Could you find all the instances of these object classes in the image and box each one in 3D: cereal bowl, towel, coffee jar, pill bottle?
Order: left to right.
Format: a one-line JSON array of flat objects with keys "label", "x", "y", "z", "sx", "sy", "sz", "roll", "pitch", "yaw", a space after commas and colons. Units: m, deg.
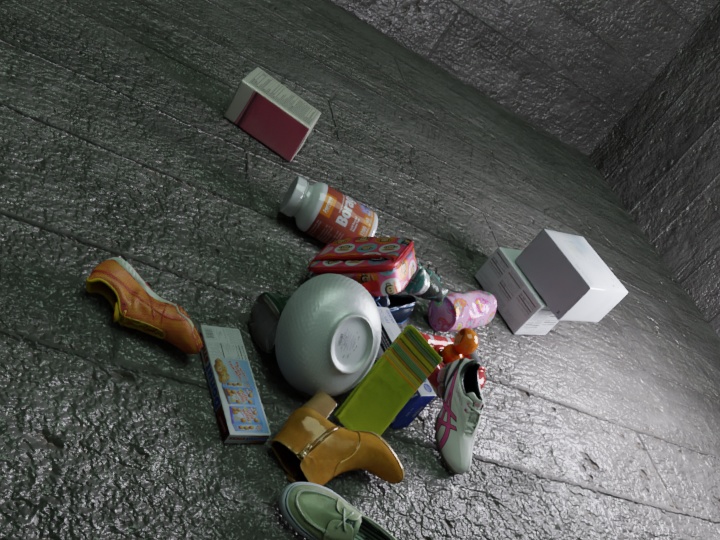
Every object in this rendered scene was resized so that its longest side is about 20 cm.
[{"label": "coffee jar", "x": -0.088, "y": 0.097, "z": 1.206, "sx": 0.197, "sy": 0.087, "sz": 0.104, "roll": 9, "pitch": 25, "yaw": -41}, {"label": "pill bottle", "x": -0.069, "y": -0.118, "z": 1.498, "sx": 0.197, "sy": 0.113, "sz": 0.113, "roll": 28, "pitch": 31, "yaw": -18}, {"label": "cereal bowl", "x": -0.037, "y": 0.112, "z": 1.128, "sx": 0.197, "sy": 0.205, "sz": 0.082, "roll": 7, "pitch": 5, "yaw": -42}, {"label": "towel", "x": 0.049, "y": 0.192, "z": 1.153, "sx": 0.086, "sy": 0.200, "sz": 0.018, "roll": 44, "pitch": -15, "yaw": -7}]

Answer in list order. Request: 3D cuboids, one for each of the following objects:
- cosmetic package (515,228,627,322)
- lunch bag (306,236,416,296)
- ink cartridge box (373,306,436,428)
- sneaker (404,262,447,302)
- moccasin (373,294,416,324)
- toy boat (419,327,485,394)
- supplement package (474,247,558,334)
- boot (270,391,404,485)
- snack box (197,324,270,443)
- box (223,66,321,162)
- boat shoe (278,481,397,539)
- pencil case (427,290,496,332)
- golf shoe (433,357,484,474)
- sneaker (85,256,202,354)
[{"label": "cosmetic package", "x": 0.532, "y": 0.015, "z": 1.750, "sx": 0.197, "sy": 0.124, "sz": 0.201, "roll": 4, "pitch": 44, "yaw": -42}, {"label": "lunch bag", "x": 0.000, "y": 0.000, "z": 1.352, "sx": 0.196, "sy": 0.084, "sz": 0.176, "roll": -2, "pitch": 24, "yaw": 24}, {"label": "ink cartridge box", "x": 0.053, "y": 0.172, "z": 1.256, "sx": 0.044, "sy": 0.094, "sz": 0.202, "roll": 7, "pitch": 43, "yaw": -41}, {"label": "sneaker", "x": 0.130, "y": 0.024, "z": 1.524, "sx": 0.090, "sy": 0.079, "sz": 0.200, "roll": 26, "pitch": 10, "yaw": -19}, {"label": "moccasin", "x": 0.031, "y": 0.059, "z": 1.411, "sx": 0.197, "sy": 0.069, "sz": 0.081, "roll": 5, "pitch": 43, "yaw": -44}, {"label": "toy boat", "x": 0.182, "y": 0.165, "z": 1.371, "sx": 0.197, "sy": 0.131, "sz": 0.132, "roll": 11, "pitch": 39, "yaw": -39}, {"label": "supplement package", "x": 0.423, "y": 0.055, "z": 1.807, "sx": 0.154, "sy": 0.111, "sz": 0.202, "roll": 6, "pitch": 44, "yaw": -43}, {"label": "boot", "x": -0.035, "y": 0.290, "z": 1.041, "sx": 0.201, "sy": 0.071, "sz": 0.144, "roll": 42, "pitch": 39, "yaw": 2}, {"label": "snack box", "x": -0.196, "y": 0.170, "z": 1.055, "sx": 0.071, "sy": 0.024, "sz": 0.202, "roll": 13, "pitch": 39, "yaw": -39}, {"label": "box", "x": -0.214, "y": -0.383, "z": 1.701, "sx": 0.198, "sy": 0.110, "sz": 0.129, "roll": 34, "pitch": 30, "yaw": -8}, {"label": "boat shoe", "x": -0.019, "y": 0.348, "z": 0.951, "sx": 0.198, "sy": 0.062, "sz": 0.073, "roll": 33, "pitch": 54, "yaw": -12}, {"label": "pencil case", "x": 0.233, "y": 0.091, "z": 1.583, "sx": 0.198, "sy": 0.088, "sz": 0.088, "roll": -5, "pitch": 50, "yaw": -51}, {"label": "golf shoe", "x": 0.180, "y": 0.256, "z": 1.235, "sx": 0.071, "sy": 0.092, "sz": 0.204, "roll": 12, "pitch": 66, "yaw": -28}, {"label": "sneaker", "x": -0.322, "y": 0.067, "z": 1.032, "sx": 0.198, "sy": 0.073, "sz": 0.077, "roll": 36, "pitch": 52, "yaw": 3}]
